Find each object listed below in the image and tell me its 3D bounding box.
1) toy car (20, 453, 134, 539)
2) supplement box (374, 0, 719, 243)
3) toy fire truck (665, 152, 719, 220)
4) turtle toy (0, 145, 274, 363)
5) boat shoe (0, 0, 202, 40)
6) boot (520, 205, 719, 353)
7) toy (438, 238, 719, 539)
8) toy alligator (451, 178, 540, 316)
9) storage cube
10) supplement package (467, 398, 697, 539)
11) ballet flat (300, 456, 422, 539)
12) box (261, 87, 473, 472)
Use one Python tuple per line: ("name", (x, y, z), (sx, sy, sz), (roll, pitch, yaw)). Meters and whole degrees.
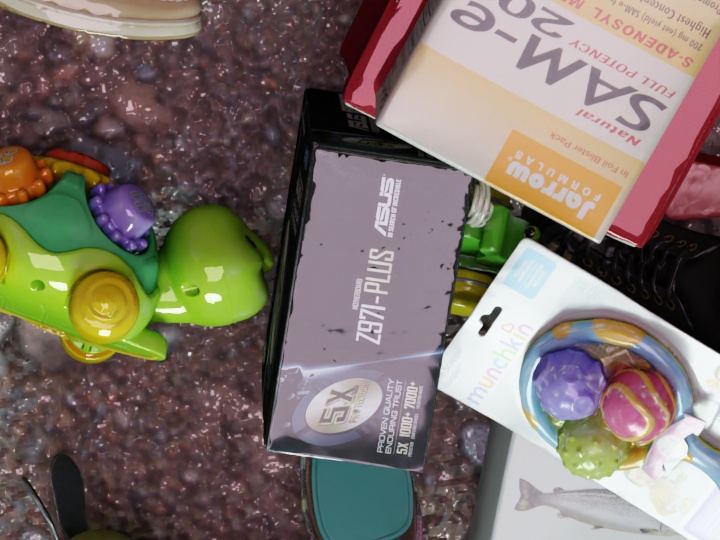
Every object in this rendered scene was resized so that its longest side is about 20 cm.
("toy car", (-0.120, 0.188, 1.605), (0.158, 0.164, 0.200), (-34, 89, 5))
("supplement box", (0.107, -0.132, 1.352), (0.126, 0.074, 0.200), (27, 102, -6))
("toy fire truck", (0.124, -0.109, 1.595), (0.200, 0.049, 0.141), (9, 102, -4))
("turtle toy", (-0.148, -0.008, 1.572), (0.200, 0.146, 0.101), (19, 80, -7))
("boat shoe", (-0.178, -0.179, 1.555), (0.200, 0.074, 0.069), (15, 107, -5))
("boot", (0.158, 0.001, 1.545), (0.138, 0.200, 0.078), (24, 86, -4))
("toy", (0.141, 0.081, 1.497), (0.200, 0.047, 0.115), (29, 126, -6))
("toy alligator", (0.074, -0.013, 1.542), (0.054, 0.200, 0.059), (11, 78, -3))
("storage cube", (0.106, -0.139, 1.475), (0.200, 0.171, 0.180), (27, 101, -7))
("supplement package", (0.127, 0.135, 1.614), (0.117, 0.117, 0.200), (10, 101, -2))
("ballet flat", (0.008, 0.169, 1.629), (0.069, 0.071, 0.200), (-13, 67, -10))
("box", (0.000, 0.000, 1.537), (0.086, 0.200, 0.164), (8, 102, -4))
